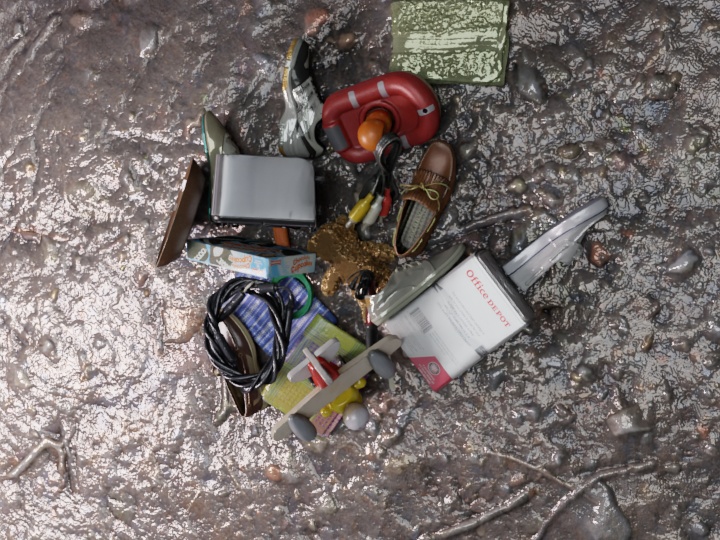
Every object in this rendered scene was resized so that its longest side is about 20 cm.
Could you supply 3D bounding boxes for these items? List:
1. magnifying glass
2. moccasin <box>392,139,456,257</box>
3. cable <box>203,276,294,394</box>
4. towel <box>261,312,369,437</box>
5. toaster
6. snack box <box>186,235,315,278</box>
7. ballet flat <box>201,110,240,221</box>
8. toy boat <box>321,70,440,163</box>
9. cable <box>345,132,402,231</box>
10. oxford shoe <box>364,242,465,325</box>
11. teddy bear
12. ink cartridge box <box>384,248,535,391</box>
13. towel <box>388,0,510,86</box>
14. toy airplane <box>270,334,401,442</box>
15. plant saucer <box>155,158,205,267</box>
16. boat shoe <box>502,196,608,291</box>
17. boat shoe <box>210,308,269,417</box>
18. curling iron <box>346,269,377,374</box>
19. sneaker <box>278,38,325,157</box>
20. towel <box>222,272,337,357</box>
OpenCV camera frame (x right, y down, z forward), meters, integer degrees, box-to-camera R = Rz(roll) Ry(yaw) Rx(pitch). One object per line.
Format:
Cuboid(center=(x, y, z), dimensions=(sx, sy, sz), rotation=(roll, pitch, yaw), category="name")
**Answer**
Cuboid(center=(-0.131, -0.013, 1.788), dimensions=(0.079, 0.022, 0.201), rotation=(-10, 90, 14), category="magnifying glass")
Cuboid(center=(0.101, -0.117, 1.673), dimensions=(0.073, 0.078, 0.202), rotation=(29, 106, 13), category="moccasin")
Cuboid(center=(-0.199, 0.112, 1.765), dimensions=(0.162, 0.051, 0.201), rotation=(8, 89, 13), category="cable")
Cuboid(center=(-0.072, 0.188, 1.791), dimensions=(0.143, 0.023, 0.200), rotation=(33, 107, -2), category="towel")
Cuboid(center=(-0.158, -0.126, 1.687), dimensions=(0.199, 0.181, 0.119), rotation=(3, 92, 0), category="toaster")
Cuboid(center=(-0.188, -0.025, 1.732), dimensions=(0.199, 0.116, 0.037), rotation=(13, 104, 38), category="snack box")
Cuboid(center=(-0.238, -0.181, 1.793), dimensions=(0.069, 0.069, 0.201), rotation=(2, 103, 19), category="ballet flat")
Cuboid(center=(0.030, -0.235, 1.640), dimensions=(0.199, 0.131, 0.131), rotation=(-17, 118, 21), category="toy boat")
Cuboid(center=(0.043, -0.142, 1.644), dimensions=(0.050, 0.097, 0.200), rotation=(60, 145, 24), category="cable")
Cuboid(center=(0.088, 0.011, 1.667), dimensions=(0.200, 0.075, 0.058), rotation=(-37, 86, -7), category="oxford shoe")
Cuboid(center=(0.000, 0.000, 1.740), dimensions=(0.200, 0.067, 0.145), rotation=(34, 116, 5), category="teddy bear")
Cuboid(center=(0.165, 0.080, 1.675), dimensions=(0.200, 0.085, 0.146), rotation=(-39, 84, 21), category="ink cartridge box")
Cuboid(center=(0.142, -0.372, 1.646), dimensions=(0.199, 0.036, 0.149), rotation=(4, 98, 19), category="towel")
Cuboid(center=(-0.035, 0.195, 1.654), dimensions=(0.141, 0.199, 0.200), rotation=(52, 131, 19), category="toy airplane")
Cuboid(center=(-0.309, -0.095, 1.772), dimensions=(0.037, 0.200, 0.201), rotation=(20, 105, -12), category="plant saucer")
Cuboid(center=(0.320, -0.040, 1.619), dimensions=(0.200, 0.074, 0.065), rotation=(-39, 89, 30), category="boat shoe")
Cuboid(center=(-0.229, 0.167, 1.821), dimensions=(0.072, 0.072, 0.201), rotation=(-16, 96, 42), category="boat shoe")
Cuboid(center=(0.009, 0.086, 1.716), dimensions=(0.049, 0.026, 0.201), rotation=(-15, 119, -16), category="curling iron")
Cuboid(center=(-0.089, -0.290, 1.728), dimensions=(0.087, 0.076, 0.201), rotation=(4, 102, 3), category="sneaker")
Cuboid(center=(-0.152, 0.074, 1.816), dimensions=(0.200, 0.024, 0.145), rotation=(43, 107, 9), category="towel")
